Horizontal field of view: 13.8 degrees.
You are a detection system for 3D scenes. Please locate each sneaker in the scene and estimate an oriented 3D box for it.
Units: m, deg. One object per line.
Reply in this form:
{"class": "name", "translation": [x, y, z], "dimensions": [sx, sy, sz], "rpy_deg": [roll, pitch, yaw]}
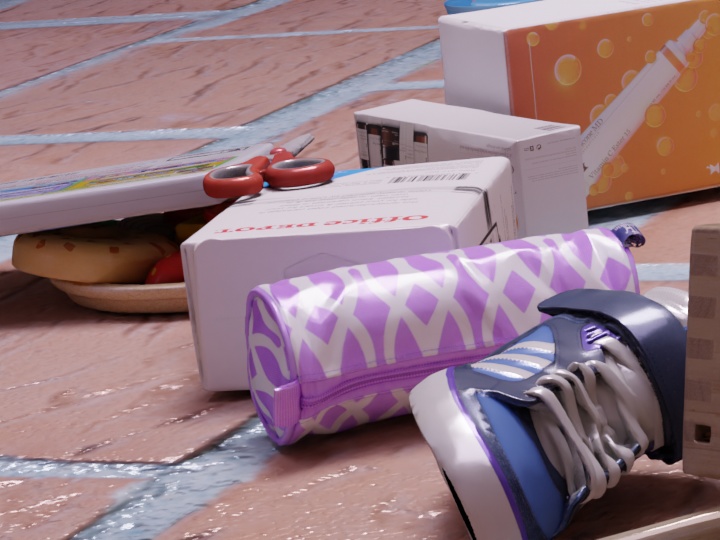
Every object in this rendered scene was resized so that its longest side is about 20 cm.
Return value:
{"class": "sneaker", "translation": [0.103, 0.052, 1.232], "dimensions": [0.146, 0.081, 0.200], "rpy_deg": [-23, 4, 6]}

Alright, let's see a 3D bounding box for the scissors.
{"class": "scissors", "translation": [-0.055, -0.064, 1.709], "dimensions": [0.073, 0.014, 0.200], "rpy_deg": [-10, 11, -2]}

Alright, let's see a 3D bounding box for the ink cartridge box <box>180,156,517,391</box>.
{"class": "ink cartridge box", "translation": [0.000, 0.000, 1.593], "dimensions": [0.146, 0.084, 0.200], "rpy_deg": [-4, 12, 12]}

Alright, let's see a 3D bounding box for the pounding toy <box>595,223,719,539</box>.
{"class": "pounding toy", "translation": [0.211, 0.054, 1.174], "dimensions": [0.184, 0.142, 0.200], "rpy_deg": [5, 5, 41]}

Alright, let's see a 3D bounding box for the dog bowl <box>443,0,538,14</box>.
{"class": "dog bowl", "translation": [0.166, -0.234, 2.736], "dimensions": [0.200, 0.050, 0.111], "rpy_deg": [-17, 16, -41]}

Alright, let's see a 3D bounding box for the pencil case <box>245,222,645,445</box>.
{"class": "pencil case", "translation": [0.043, 0.033, 1.438], "dimensions": [0.200, 0.084, 0.086], "rpy_deg": [-10, 35, -14]}

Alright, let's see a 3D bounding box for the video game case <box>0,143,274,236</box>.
{"class": "video game case", "translation": [-0.164, -0.046, 1.818], "dimensions": [0.200, 0.022, 0.182], "rpy_deg": [-8, 6, 10]}

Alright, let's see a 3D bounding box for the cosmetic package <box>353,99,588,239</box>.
{"class": "cosmetic package", "translation": [0.066, -0.054, 1.834], "dimensions": [0.051, 0.083, 0.200], "rpy_deg": [-15, 14, -27]}

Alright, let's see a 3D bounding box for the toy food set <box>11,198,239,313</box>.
{"class": "toy food set", "translation": [-0.097, -0.017, 1.815], "dimensions": [0.200, 0.049, 0.198], "rpy_deg": [-1, 13, 26]}

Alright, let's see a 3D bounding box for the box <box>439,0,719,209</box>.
{"class": "box", "translation": [0.164, -0.113, 1.921], "dimensions": [0.200, 0.125, 0.097], "rpy_deg": [-11, 13, -22]}
